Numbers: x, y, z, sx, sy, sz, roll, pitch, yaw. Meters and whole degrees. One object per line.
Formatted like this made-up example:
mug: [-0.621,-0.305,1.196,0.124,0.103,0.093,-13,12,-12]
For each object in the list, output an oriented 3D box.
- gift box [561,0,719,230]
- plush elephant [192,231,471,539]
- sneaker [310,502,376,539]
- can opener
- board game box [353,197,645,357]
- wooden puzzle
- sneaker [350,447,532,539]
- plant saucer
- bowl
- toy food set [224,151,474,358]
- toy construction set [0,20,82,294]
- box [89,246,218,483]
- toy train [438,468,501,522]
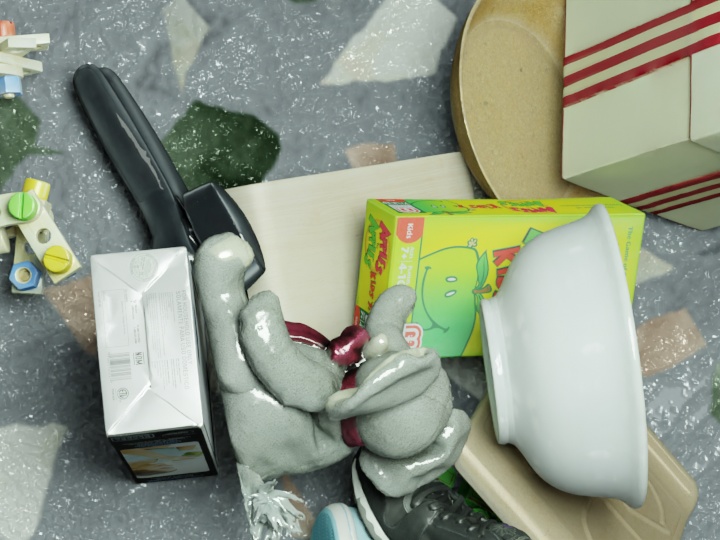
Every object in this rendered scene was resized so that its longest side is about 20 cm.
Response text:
gift box: [0.256,-0.135,1.579,0.199,0.186,0.186,12,71,-40]
plush elephant: [-0.012,0.071,1.396,0.154,0.165,0.201,-12,62,-2]
sneaker: [0.043,0.246,1.485,0.130,0.079,0.201,-12,89,-21]
can opener: [-0.138,-0.058,1.513,0.078,0.063,0.200,-35,75,4]
board game box: [0.097,0.004,1.519,0.199,0.048,0.102,-1,106,-27]
wooden puzzle: [0.147,0.149,1.535,0.185,0.046,0.200,48,33,-5]
sneaker: [0.076,0.182,1.441,0.076,0.088,0.200,-17,68,-51]
plant saucer: [0.124,-0.115,1.603,0.200,0.035,0.201,16,69,-46]
bowl: [0.128,0.061,1.433,0.090,0.201,0.202,-8,77,-1]
toy food set: [0.000,0.000,1.555,0.199,0.060,0.144,-10,90,-21]
toy construction set: [-0.257,-0.078,1.457,0.130,0.092,0.201,-8,69,3]
box: [-0.129,0.064,1.401,0.060,0.200,0.117,-6,76,-3]
toy train: [0.091,0.174,1.543,0.199,0.042,0.057,31,56,-10]
